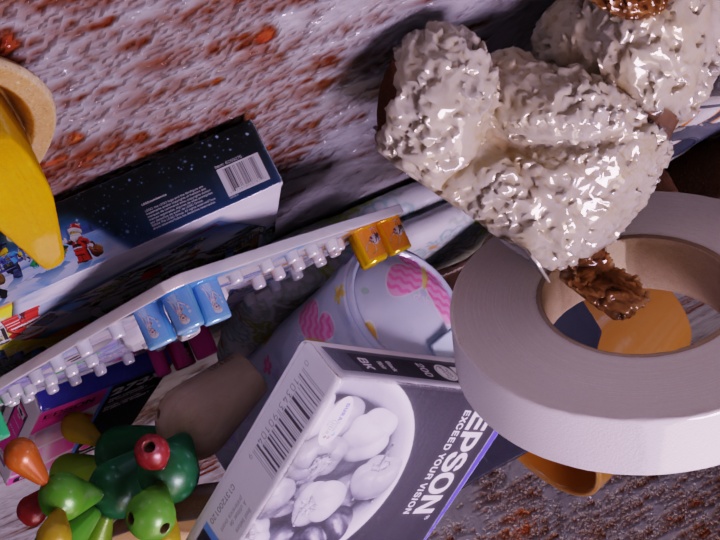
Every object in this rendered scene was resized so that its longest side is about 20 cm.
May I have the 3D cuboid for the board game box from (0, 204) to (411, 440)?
[{"bbox_3d":[-0.095,0.032,0.795,0.199,0.026,0.199,-29,176,35],"label":"board game box"}]

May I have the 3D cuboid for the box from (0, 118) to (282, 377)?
[{"bbox_3d":[-0.138,0.003,0.759,0.199,0.038,0.137,-25,167,-14],"label":"box"}]

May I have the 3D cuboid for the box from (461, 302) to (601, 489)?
[{"bbox_3d":[0.067,0.081,1.157,0.199,0.118,0.197,-33,-173,21],"label":"box"}]

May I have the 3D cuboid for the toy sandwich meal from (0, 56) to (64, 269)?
[{"bbox_3d":[-0.189,-0.011,0.542,0.204,0.071,0.205,-26,166,-7],"label":"toy sandwich meal"}]

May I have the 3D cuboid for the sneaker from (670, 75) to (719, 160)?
[{"bbox_3d":[0.200,-0.119,0.902,0.199,0.079,0.079,-22,165,21],"label":"sneaker"}]

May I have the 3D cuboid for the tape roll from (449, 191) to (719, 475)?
[{"bbox_3d":[0.147,0.026,0.789,0.201,0.203,0.037,-23,127,-19],"label":"tape roll"}]

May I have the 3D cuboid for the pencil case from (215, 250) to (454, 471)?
[{"bbox_3d":[-0.020,0.066,0.931,0.083,0.091,0.200,-14,158,-41],"label":"pencil case"}]

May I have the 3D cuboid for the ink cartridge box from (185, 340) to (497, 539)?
[{"bbox_3d":[0.003,0.133,0.864,0.199,0.043,0.199,8,120,-44],"label":"ink cartridge box"}]

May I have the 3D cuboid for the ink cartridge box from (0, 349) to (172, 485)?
[{"bbox_3d":[-0.179,0.080,0.974,0.094,0.037,0.200,-21,163,-28],"label":"ink cartridge box"}]

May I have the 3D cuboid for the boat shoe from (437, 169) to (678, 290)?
[{"bbox_3d":[0.118,-0.015,0.947,0.199,0.072,0.076,-14,177,31],"label":"boat shoe"}]

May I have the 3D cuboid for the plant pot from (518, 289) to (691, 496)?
[{"bbox_3d":[0.223,0.088,1.496,0.183,0.200,0.200,-39,171,-19],"label":"plant pot"}]

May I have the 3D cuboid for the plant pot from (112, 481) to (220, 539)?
[{"bbox_3d":[-0.068,0.163,0.979,0.198,0.028,0.200,-3,161,-1],"label":"plant pot"}]

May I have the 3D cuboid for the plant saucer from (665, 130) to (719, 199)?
[{"bbox_3d":[0.238,-0.093,0.939,0.037,0.201,0.200,32,131,-25],"label":"plant saucer"}]

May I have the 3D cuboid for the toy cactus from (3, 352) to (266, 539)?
[{"bbox_3d":[-0.130,0.104,0.872,0.165,0.103,0.200,-40,-175,-21],"label":"toy cactus"}]

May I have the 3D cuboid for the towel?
[{"bbox_3d":[0.000,0.000,1.010,0.199,0.048,0.171,-24,163,-18],"label":"towel"}]

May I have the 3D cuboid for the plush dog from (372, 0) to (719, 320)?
[{"bbox_3d":[0.122,-0.088,0.766,0.172,0.160,0.200,-54,161,8],"label":"plush dog"}]
